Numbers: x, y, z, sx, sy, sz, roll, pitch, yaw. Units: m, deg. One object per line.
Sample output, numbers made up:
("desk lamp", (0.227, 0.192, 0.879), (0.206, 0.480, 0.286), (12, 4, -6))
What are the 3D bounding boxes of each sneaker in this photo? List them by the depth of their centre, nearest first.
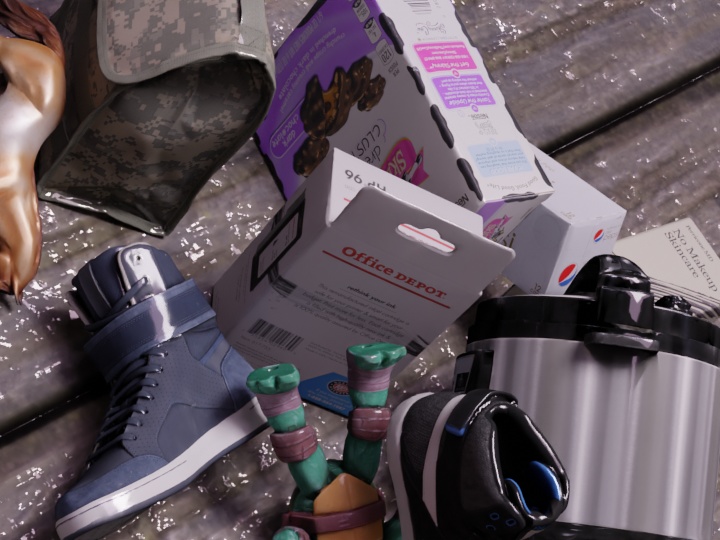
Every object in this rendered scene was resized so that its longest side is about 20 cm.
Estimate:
("sneaker", (0.077, 0.168, 1.171), (0.073, 0.112, 0.201), (-15, 93, -34))
("sneaker", (-0.144, 0.068, 1.216), (0.147, 0.077, 0.202), (58, 33, -2))

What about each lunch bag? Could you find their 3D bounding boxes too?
("lunch bag", (-0.124, -0.148, 1.321), (0.117, 0.200, 0.165), (18, 49, -27))

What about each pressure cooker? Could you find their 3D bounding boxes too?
("pressure cooker", (0.149, 0.090, 1.328), (0.178, 0.175, 0.201), (16, 78, -46))

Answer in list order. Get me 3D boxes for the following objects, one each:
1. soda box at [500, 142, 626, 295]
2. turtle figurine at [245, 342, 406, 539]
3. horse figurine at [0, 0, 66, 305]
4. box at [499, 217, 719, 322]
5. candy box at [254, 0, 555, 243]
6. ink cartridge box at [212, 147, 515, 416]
("soda box", (0.091, -0.060, 1.462), (0.063, 0.068, 0.200), (-12, 40, -43))
("turtle figurine", (-0.006, 0.151, 1.238), (0.149, 0.100, 0.201), (-16, 99, -35))
("horse figurine", (-0.235, -0.093, 1.273), (0.132, 0.050, 0.201), (20, 67, -1))
("box", (0.190, 0.026, 1.528), (0.199, 0.068, 0.082), (-19, 69, -44))
("candy box", (0.020, -0.087, 1.409), (0.071, 0.168, 0.201), (-10, 64, -41))
("ink cartridge box", (0.000, 0.000, 1.301), (0.116, 0.200, 0.068), (23, 46, -22))
